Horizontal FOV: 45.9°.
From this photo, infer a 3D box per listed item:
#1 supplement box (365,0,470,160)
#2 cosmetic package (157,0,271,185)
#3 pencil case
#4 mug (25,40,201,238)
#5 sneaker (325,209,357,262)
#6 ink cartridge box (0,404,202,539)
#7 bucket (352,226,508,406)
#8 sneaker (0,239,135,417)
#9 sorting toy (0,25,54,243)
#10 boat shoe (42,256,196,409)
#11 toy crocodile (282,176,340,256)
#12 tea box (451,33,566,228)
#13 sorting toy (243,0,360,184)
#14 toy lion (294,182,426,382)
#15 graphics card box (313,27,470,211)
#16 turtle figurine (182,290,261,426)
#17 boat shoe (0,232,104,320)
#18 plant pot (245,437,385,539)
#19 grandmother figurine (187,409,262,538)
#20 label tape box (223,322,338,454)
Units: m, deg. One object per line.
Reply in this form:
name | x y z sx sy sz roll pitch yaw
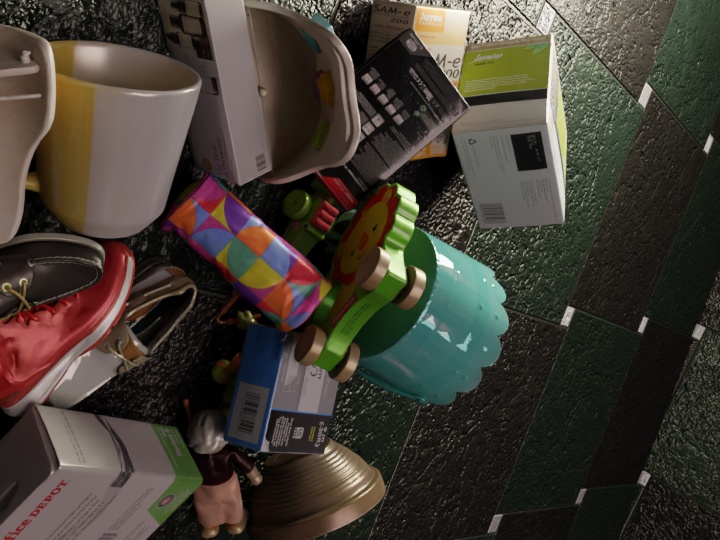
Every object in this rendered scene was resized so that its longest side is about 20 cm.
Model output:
supplement box | 0.069 -0.251 1.133 0.126 0.073 0.200 -15 119 -48
cosmetic package | -0.151 -0.194 0.882 0.051 0.083 0.200 -33 131 -34
pencil case | -0.124 -0.015 0.939 0.200 0.088 0.088 45 68 -14
mug | -0.249 -0.120 0.782 0.149 0.186 0.153 -68 173 -64
sneaker | 0.020 -0.031 1.189 0.140 0.078 0.200 -43 152 -34
ink cartridge box | -0.290 0.227 0.884 0.146 0.084 0.200 -45 146 12
bucket | 0.064 0.051 1.046 0.135 0.207 0.207 33 81 -37
sneaker | -0.308 0.038 0.811 0.200 0.078 0.116 -59 144 -13
sorting toy | -0.342 -0.090 0.652 0.200 0.107 0.180 -13 124 -28
boat shoe | -0.257 0.070 0.897 0.200 0.068 0.075 -52 141 -20
toy crocodile | -0.039 -0.101 1.084 0.068 0.062 0.200 42 75 -48
tea box | 0.227 -0.201 1.248 0.200 0.133 0.197 66 29 -46
sorting toy | -0.049 -0.186 0.887 0.107 0.180 0.200 -14 110 -20
toy lion | 0.000 0.000 0.986 0.069 0.192 0.200 28 118 -22
graphics card box | 0.018 -0.182 1.032 0.200 0.051 0.125 -41 103 -3
turtle figurine | -0.132 0.120 1.083 0.161 0.064 0.200 5 104 -52
boat shoe | -0.320 0.017 0.736 0.201 0.061 0.072 -9 135 -23
plant pot | -0.073 0.293 1.177 0.201 0.201 0.093 -22 94 -44
grandmother figurine | -0.187 0.255 1.073 0.121 0.061 0.200 -10 128 -18
label tape box | -0.072 0.153 1.065 0.200 0.066 0.143 21 79 -55
